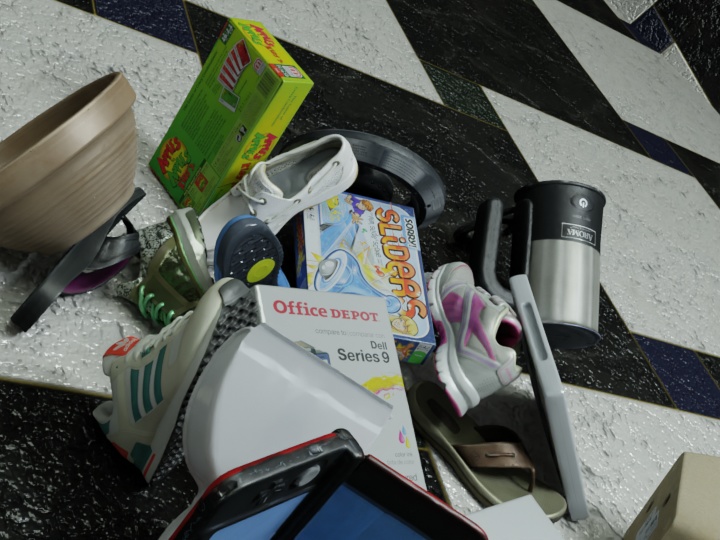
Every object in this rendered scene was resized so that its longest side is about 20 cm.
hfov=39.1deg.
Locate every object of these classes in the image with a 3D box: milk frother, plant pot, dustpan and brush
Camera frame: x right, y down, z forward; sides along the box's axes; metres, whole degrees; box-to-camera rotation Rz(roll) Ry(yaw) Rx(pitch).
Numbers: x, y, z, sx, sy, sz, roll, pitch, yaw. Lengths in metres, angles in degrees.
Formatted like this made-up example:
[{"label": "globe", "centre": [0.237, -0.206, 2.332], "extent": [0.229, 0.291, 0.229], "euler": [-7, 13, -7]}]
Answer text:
[{"label": "milk frother", "centre": [0.211, 0.002, 1.310], "extent": [0.180, 0.200, 0.188], "euler": [8, 71, -3]}, {"label": "plant pot", "centre": [0.356, 0.297, 0.991], "extent": [0.177, 0.200, 0.200], "euler": [30, 29, 10]}, {"label": "dustpan and brush", "centre": [-0.087, 0.142, 0.723], "extent": [0.140, 0.200, 0.057], "euler": [36, -3, -28]}, {"label": "plant pot", "centre": [-0.264, -0.078, 0.880], "extent": [0.093, 0.201, 0.201], "euler": [56, 23, -22]}]

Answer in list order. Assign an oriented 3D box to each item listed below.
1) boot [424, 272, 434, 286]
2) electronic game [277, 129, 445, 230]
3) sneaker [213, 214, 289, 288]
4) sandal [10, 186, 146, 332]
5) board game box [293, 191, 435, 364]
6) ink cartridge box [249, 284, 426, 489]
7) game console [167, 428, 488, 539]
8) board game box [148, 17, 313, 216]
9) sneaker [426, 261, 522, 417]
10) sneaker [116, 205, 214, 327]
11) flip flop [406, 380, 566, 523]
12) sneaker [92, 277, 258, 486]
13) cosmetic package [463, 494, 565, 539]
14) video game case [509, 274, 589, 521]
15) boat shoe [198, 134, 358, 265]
[{"label": "boot", "centre": [0.043, 0.057, 1.116], "extent": [0.200, 0.074, 0.096], "euler": [2, 50, -33]}, {"label": "electronic game", "centre": [-0.001, -0.098, 1.165], "extent": [0.200, 0.200, 0.042], "euler": [25, 63, -20]}, {"label": "sneaker", "centre": [-0.111, -0.007, 0.949], "extent": [0.078, 0.066, 0.200], "euler": [53, -11, 22]}, {"label": "sandal", "centre": [-0.238, -0.005, 0.902], "extent": [0.048, 0.075, 0.201], "euler": [42, 37, -12]}, {"label": "board game box", "centre": [0.000, 0.000, 1.063], "extent": [0.135, 0.034, 0.200], "euler": [11, 44, -19]}, {"label": "ink cartridge box", "centre": [-0.038, 0.121, 0.853], "extent": [0.145, 0.087, 0.200], "euler": [8, 59, -39]}, {"label": "game console", "centre": [-0.047, 0.211, 0.662], "extent": [0.172, 0.200, 0.119], "euler": [-10, 54, -52]}, {"label": "board game box", "centre": [-0.141, -0.152, 1.071], "extent": [0.048, 0.200, 0.102], "euler": [-7, 51, -51]}, {"label": "sneaker", "centre": [0.125, 0.062, 1.062], "extent": [0.200, 0.088, 0.081], "euler": [-94, 160, -48]}, {"label": "sneaker", "centre": [-0.178, 0.029, 0.939], "extent": [0.088, 0.077, 0.200], "euler": [-11, 49, -12]}, {"label": "flip flop", "centre": [0.130, 0.180, 1.034], "extent": [0.200, 0.058, 0.081], "euler": [45, 31, 14]}, {"label": "sneaker", "centre": [-0.150, 0.071, 0.759], "extent": [0.093, 0.200, 0.070], "euler": [36, 35, 12]}, {"label": "cosmetic package", "centre": [0.076, 0.256, 0.829], "extent": [0.200, 0.101, 0.071], "euler": [0, 45, -48]}, {"label": "video game case", "centre": [0.201, 0.134, 1.080], "extent": [0.182, 0.024, 0.200], "euler": [-97, 171, -52]}, {"label": "boat shoe", "centre": [-0.096, -0.080, 1.038], "extent": [0.071, 0.200, 0.069], "euler": [53, -8, 22]}]
